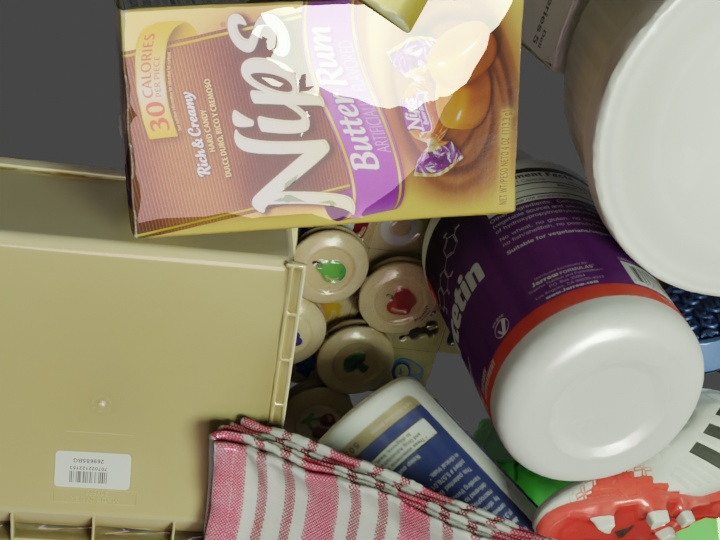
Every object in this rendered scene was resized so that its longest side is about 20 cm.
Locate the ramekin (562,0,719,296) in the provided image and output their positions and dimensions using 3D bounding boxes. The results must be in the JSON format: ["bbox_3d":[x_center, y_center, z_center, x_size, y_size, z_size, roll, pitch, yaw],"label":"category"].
[{"bbox_3d":[0.198,-0.094,0.712,0.202,0.094,0.203,-7,122,-12],"label":"ramekin"}]

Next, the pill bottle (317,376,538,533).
[{"bbox_3d":[0.056,0.167,0.790,0.200,0.111,0.111,46,101,14],"label":"pill bottle"}]

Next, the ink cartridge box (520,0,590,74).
[{"bbox_3d":[0.200,-0.169,0.777,0.199,0.084,0.146,11,114,-22],"label":"ink cartridge box"}]

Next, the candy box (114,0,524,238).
[{"bbox_3d":[-0.021,-0.084,0.702,0.199,0.056,0.117,-4,112,-10],"label":"candy box"}]

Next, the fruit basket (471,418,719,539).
[{"bbox_3d":[0.150,0.205,0.904,0.215,0.156,0.216,3,102,13],"label":"fruit basket"}]

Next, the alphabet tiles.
[{"bbox_3d":[0.000,0.000,0.854,0.199,0.006,0.167,7,115,-20],"label":"alphabet tiles"}]

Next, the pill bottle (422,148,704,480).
[{"bbox_3d":[0.101,0.014,0.766,0.112,0.200,0.113,-8,125,-11],"label":"pill bottle"}]

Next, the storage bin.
[{"bbox_3d":[-0.140,0.052,0.772,0.199,0.094,0.199,5,116,-9],"label":"storage bin"}]

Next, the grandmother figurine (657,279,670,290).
[{"bbox_3d":[0.186,0.009,0.882,0.121,0.061,0.201,-4,118,-21],"label":"grandmother figurine"}]

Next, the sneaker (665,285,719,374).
[{"bbox_3d":[0.239,0.040,0.867,0.200,0.070,0.078,-21,124,-45],"label":"sneaker"}]

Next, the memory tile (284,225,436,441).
[{"bbox_3d":[-0.058,0.056,0.851,0.153,0.017,0.200,24,112,-24],"label":"memory tile"}]

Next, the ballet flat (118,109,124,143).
[{"bbox_3d":[-0.032,-0.090,0.762,0.199,0.064,0.076,-8,107,-12],"label":"ballet flat"}]

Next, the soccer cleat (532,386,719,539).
[{"bbox_3d":[0.177,0.107,0.782,0.199,0.085,0.069,-10,147,-22],"label":"soccer cleat"}]

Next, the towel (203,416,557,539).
[{"bbox_3d":[0.002,0.173,0.731,0.200,0.030,0.147,19,117,18],"label":"towel"}]

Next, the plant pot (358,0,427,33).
[{"bbox_3d":[-0.020,-0.257,0.611,0.195,0.194,0.200,33,98,-28],"label":"plant pot"}]
